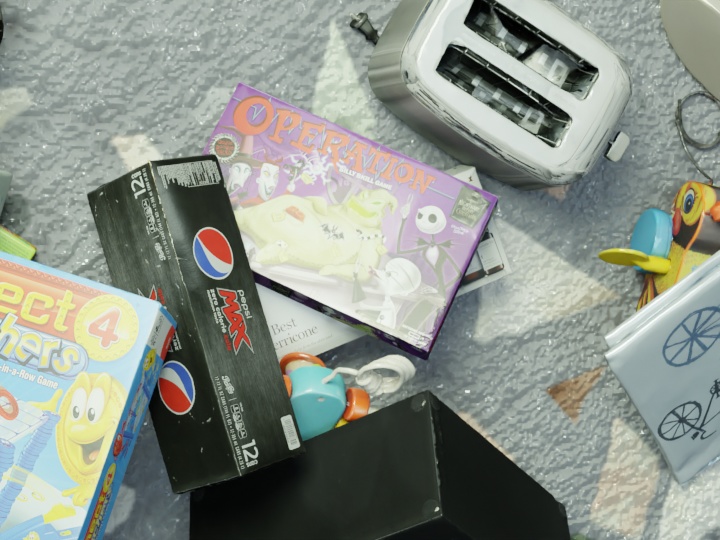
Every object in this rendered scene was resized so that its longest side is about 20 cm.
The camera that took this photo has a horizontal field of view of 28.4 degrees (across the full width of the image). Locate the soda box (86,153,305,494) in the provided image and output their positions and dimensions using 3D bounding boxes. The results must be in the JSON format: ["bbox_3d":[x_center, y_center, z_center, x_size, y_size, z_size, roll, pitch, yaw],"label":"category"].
[{"bbox_3d":[-0.105,0.033,0.900,0.063,0.070,0.202,-12,84,-49],"label":"soda box"}]

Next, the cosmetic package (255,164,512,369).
[{"bbox_3d":[0.000,0.000,1.002,0.198,0.051,0.083,-23,97,-6],"label":"cosmetic package"}]

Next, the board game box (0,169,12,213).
[{"bbox_3d":[-0.344,-0.024,0.917,0.198,0.064,0.149,17,90,-2],"label":"board game box"}]

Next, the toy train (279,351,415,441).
[{"bbox_3d":[0.006,0.107,0.988,0.148,0.056,0.201,-15,139,11],"label":"toy train"}]

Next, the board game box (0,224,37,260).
[{"bbox_3d":[-0.314,0.045,0.967,0.095,0.030,0.201,33,87,-10],"label":"board game box"}]

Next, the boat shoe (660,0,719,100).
[{"bbox_3d":[0.311,-0.156,1.038,0.200,0.075,0.093,45,68,-8],"label":"boat shoe"}]

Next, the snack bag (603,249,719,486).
[{"bbox_3d":[0.273,0.050,1.014,0.188,0.021,0.200,-38,136,0],"label":"snack bag"}]

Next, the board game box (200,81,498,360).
[{"bbox_3d":[-0.020,-0.035,0.962,0.198,0.032,0.121,24,71,8],"label":"board game box"}]

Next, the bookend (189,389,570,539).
[{"bbox_3d":[0.019,0.196,0.979,0.197,0.093,0.200,-25,137,24],"label":"bookend"}]

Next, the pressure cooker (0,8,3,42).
[{"bbox_3d":[-0.319,-0.219,0.866,0.176,0.176,0.203,-8,96,8],"label":"pressure cooker"}]

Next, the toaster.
[{"bbox_3d":[0.090,-0.134,0.964,0.199,0.129,0.114,32,89,-11],"label":"toaster"}]

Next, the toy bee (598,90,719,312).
[{"bbox_3d":[0.233,-0.020,1.011,0.129,0.109,0.203,-10,98,-8],"label":"toy bee"}]

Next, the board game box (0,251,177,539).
[{"bbox_3d":[-0.233,0.087,0.828,0.198,0.056,0.198,16,77,6],"label":"board game box"}]
